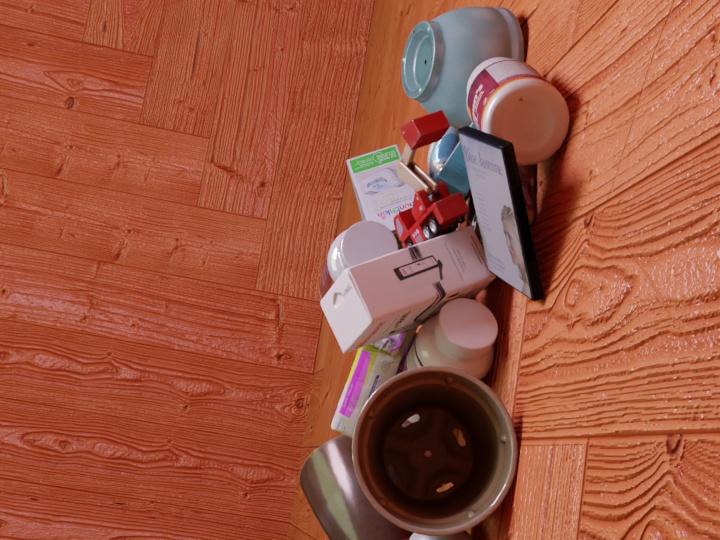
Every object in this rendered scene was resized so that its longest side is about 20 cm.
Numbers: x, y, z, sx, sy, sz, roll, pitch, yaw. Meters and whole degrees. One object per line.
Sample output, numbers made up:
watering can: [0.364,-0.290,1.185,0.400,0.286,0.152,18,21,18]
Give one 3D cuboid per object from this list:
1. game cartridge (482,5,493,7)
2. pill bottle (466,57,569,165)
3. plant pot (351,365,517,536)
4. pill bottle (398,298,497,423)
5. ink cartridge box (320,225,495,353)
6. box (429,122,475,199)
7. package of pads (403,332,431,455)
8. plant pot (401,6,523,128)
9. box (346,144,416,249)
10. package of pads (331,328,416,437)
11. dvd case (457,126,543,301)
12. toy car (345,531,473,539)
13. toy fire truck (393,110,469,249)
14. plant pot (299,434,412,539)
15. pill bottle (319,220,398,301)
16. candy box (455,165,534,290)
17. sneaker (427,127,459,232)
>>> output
game cartridge: [0.212,-0.336,1.695,0.200,0.032,0.177,-101,23,-63]
pill bottle: [0.199,-0.216,1.327,0.200,0.109,0.110,-100,22,-67]
plant pot: [0.092,0.234,1.300,0.184,0.199,0.202,83,-164,-77]
pill bottle: [0.121,0.129,1.410,0.200,0.112,0.113,111,167,-50]
ink cartridge box: [0.062,0.028,1.386,0.085,0.199,0.146,65,157,13]
box: [0.162,-0.166,1.464,0.200,0.049,0.082,-56,-6,-33]
package of pads: [0.091,0.204,1.655,0.120,0.075,0.201,141,140,-73]
plant pot: [0.146,-0.318,1.578,0.200,0.134,0.201,-177,90,-68]
box: [0.059,-0.074,1.696,0.200,0.096,0.177,74,179,-54]
package of pads: [0.026,0.147,1.538,0.200,0.068,0.155,-52,-17,-70]
dvd case: [0.173,-0.073,1.255,0.143,0.017,0.201,-135,28,-68]
toy car: [0.091,0.393,1.271,0.200,0.184,0.178,-29,-61,-47]
toy fire truck: [0.084,-0.113,1.374,0.142,0.049,0.200,64,156,10]
plant pot: [0.010,0.404,1.679,0.200,0.186,0.188,-113,32,-49]
pill bottle: [0.000,0.000,1.539,0.200,0.112,0.113,112,167,-69]
candy box: [0.186,-0.071,1.422,0.200,0.056,0.117,112,166,-59]
sneaker: [0.152,-0.135,1.677,0.131,0.079,0.201,-104,16,-76]
